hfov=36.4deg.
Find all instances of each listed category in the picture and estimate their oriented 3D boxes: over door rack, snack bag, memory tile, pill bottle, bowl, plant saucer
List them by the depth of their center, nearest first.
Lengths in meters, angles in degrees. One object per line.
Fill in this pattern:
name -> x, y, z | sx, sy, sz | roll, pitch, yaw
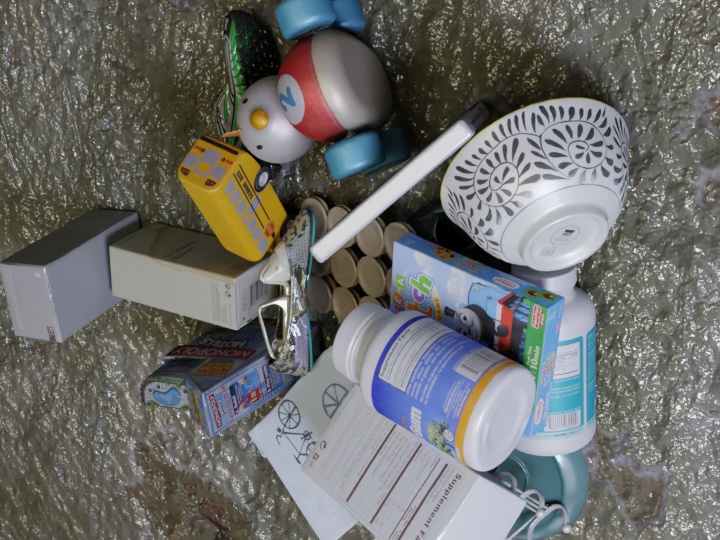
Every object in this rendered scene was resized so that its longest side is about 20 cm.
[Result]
bowl -> 0.184, -0.063, 1.065 | 0.201, 0.198, 0.095 | -47, 46, 36
pill bottle -> 0.069, 0.109, 1.110 | 0.198, 0.111, 0.114 | 26, 123, 34
pill bottle -> 0.201, 0.089, 1.187 | 0.109, 0.111, 0.204 | 7, 114, 28
over door rack -> 0.130, 0.315, 1.252 | 0.199, 0.147, 0.067 | -34, 47, 20
memory tile -> 0.000, 0.000, 1.288 | 0.198, 0.017, 0.156 | 19, 121, 44
plant saucer -> 0.177, 0.243, 1.321 | 0.197, 0.027, 0.204 | 12, 117, 25
snack bag -> -0.034, 0.223, 1.346 | 0.200, 0.021, 0.190 | -46, 72, 32

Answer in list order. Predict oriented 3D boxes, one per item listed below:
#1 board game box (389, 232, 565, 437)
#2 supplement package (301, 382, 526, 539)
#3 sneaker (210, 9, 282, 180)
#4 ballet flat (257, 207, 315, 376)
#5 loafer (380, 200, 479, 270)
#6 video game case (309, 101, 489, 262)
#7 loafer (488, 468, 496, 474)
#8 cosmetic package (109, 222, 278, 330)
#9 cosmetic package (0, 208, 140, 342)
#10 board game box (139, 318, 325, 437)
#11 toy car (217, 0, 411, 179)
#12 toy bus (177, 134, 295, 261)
board game box -> 0.115, 0.065, 1.153 | 0.198, 0.036, 0.154 | 25, 124, 36
supplement package -> 0.055, 0.230, 1.171 | 0.199, 0.117, 0.118 | 33, 88, 41
sneaker -> -0.145, -0.203, 1.286 | 0.084, 0.078, 0.204 | 12, 117, 26
ballet flat -> -0.089, 0.027, 1.302 | 0.071, 0.072, 0.204 | 6, 99, 28
loafer -> 0.093, -0.044, 1.217 | 0.199, 0.070, 0.069 | -28, 95, 36
video game case -> 0.045, -0.094, 1.123 | 0.199, 0.182, 0.023 | -40, 93, 18
loafer -> 0.097, 0.254, 1.303 | 0.070, 0.068, 0.201 | 33, 129, -6
cosmetic package -> -0.213, 0.004, 1.402 | 0.197, 0.103, 0.074 | 14, 117, 24
cosmetic package -> -0.370, 0.002, 1.434 | 0.089, 0.200, 0.109 | 6, 114, 27
board game box -> -0.176, 0.128, 1.374 | 0.197, 0.200, 0.063 | 2, 113, 29
toy car -> -0.075, -0.171, 1.176 | 0.197, 0.177, 0.187 | -20, 91, 21
toy bus -> -0.139, -0.077, 1.277 | 0.064, 0.079, 0.201 | 23, 160, 24
